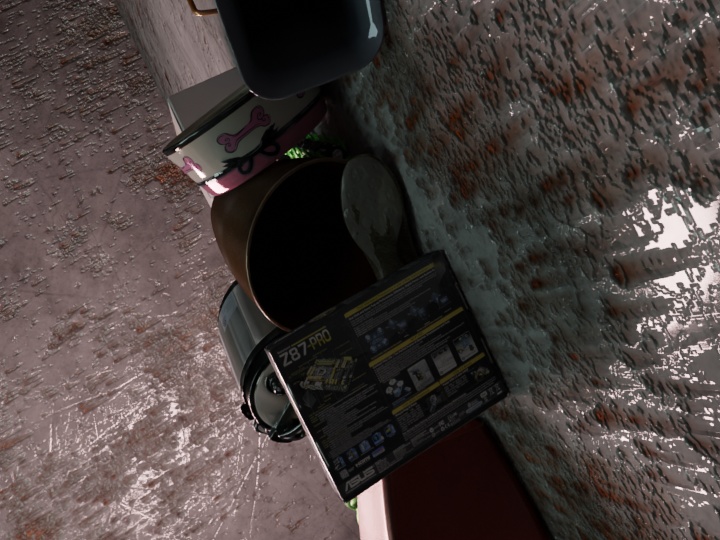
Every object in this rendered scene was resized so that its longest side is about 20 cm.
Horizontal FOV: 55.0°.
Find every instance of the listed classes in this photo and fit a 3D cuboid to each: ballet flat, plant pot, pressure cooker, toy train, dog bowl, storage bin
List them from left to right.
[{"bbox_3d":[-0.121,-0.163,0.772,0.075,0.199,0.200,55,170,-20],"label":"dog bowl"},{"bbox_3d":[-0.079,-0.262,0.546,0.135,0.142,0.203,-118,8,-50],"label":"storage bin"},{"bbox_3d":[-0.092,-0.049,0.805,0.198,0.185,0.190,24,142,51],"label":"plant pot"},{"bbox_3d":[-0.083,0.106,0.879,0.201,0.175,0.179,-126,20,-48],"label":"pressure cooker"},{"bbox_3d":[-0.053,-0.141,0.877,0.057,0.041,0.200,57,171,-23],"label":"toy train"},{"bbox_3d":[0.031,-0.032,0.735,0.047,0.066,0.203,-78,-33,-60],"label":"ballet flat"},{"bbox_3d":[0.094,0.282,0.844,0.200,0.195,0.181,171,83,-76],"label":"plant pot"}]

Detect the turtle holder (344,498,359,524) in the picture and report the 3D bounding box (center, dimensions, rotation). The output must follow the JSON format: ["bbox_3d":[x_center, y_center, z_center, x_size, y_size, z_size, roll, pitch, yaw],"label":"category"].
[{"bbox_3d":[0.020,0.296,1.079,0.186,0.138,0.134,55,-169,-51],"label":"turtle holder"}]

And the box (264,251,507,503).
[{"bbox_3d":[0.027,0.099,0.677,0.164,0.197,0.049,62,166,-6],"label":"box"}]

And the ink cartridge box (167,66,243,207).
[{"bbox_3d":[-0.213,-0.209,1.134,0.147,0.145,0.200,61,167,6],"label":"ink cartridge box"}]

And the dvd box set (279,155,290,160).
[{"bbox_3d":[-0.117,-0.075,1.121,0.201,0.029,0.150,89,-175,-64],"label":"dvd box set"}]
